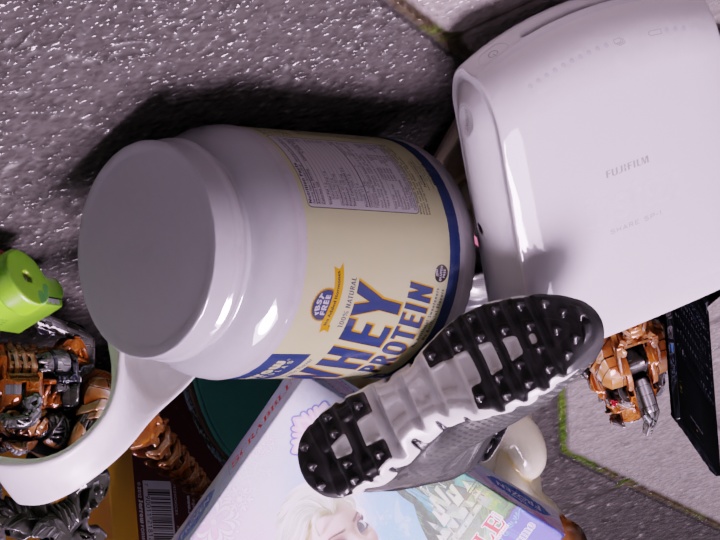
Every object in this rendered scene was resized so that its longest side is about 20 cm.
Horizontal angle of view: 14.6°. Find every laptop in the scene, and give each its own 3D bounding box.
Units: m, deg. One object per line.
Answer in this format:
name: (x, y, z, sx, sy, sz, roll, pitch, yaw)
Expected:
laptop: (0.273, 0.024, 1.957, 0.103, 0.200, 0.177, -7, 161, 15)

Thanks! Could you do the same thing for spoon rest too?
spoon rest: (-0.140, 0.058, 1.684, 0.061, 0.200, 0.099, 9, 143, 39)

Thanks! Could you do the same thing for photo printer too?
photo printer: (0.141, -0.064, 1.642, 0.166, 0.069, 0.200, -21, 120, -19)

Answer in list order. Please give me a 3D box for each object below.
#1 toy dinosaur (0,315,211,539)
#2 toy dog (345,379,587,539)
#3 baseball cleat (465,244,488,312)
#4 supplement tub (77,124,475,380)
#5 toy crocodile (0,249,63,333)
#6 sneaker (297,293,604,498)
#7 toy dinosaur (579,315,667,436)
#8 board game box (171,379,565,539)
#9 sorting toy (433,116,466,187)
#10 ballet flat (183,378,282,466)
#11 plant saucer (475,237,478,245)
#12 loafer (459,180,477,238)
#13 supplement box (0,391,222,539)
toy dinosaur: (-0.181, 0.103, 1.738, 0.200, 0.136, 0.102, 21, 169, -6)
toy dog: (0.067, 0.141, 1.863, 0.139, 0.200, 0.194, -23, 158, 8)
baseball cleat: (0.000, 0.000, 1.763, 0.200, 0.070, 0.107, 3, 131, 21)
supplement tub: (-0.048, -0.009, 1.620, 0.200, 0.145, 0.145, 2, 149, -44)
toy crocodile: (-0.243, 0.007, 1.616, 0.067, 0.062, 0.200, -32, 160, 26)
sneaker: (0.063, 0.074, 1.640, 0.200, 0.067, 0.090, -31, 157, 21)
toy dinosaur: (0.186, 0.039, 1.952, 0.102, 0.136, 0.200, -10, 156, -23)
board game box: (-0.010, 0.186, 1.757, 0.199, 0.041, 0.200, 32, 102, -13)
sorting toy: (0.131, -0.078, 1.762, 0.185, 0.037, 0.200, -9, 156, -26)
ballet flat: (-0.059, 0.122, 1.841, 0.074, 0.200, 0.074, -30, 175, -3)
plant saucer: (0.033, 0.033, 1.917, 0.200, 0.051, 0.201, -18, 158, -8)
loafer: (0.142, -0.023, 1.764, 0.200, 0.068, 0.076, 2, 147, -39)
supplement box: (-0.120, 0.190, 1.902, 0.200, 0.198, 0.133, 6, 162, -38)
